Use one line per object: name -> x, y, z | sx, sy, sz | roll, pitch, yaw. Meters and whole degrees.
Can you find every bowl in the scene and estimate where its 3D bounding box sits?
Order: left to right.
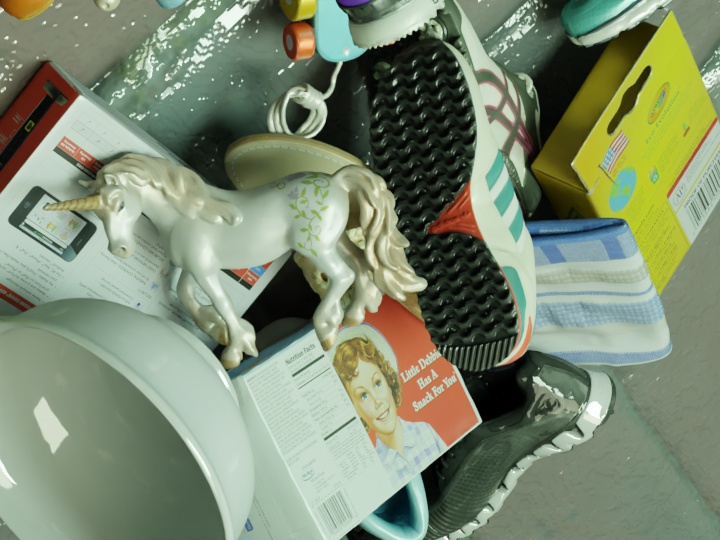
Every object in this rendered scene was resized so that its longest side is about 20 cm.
bowl -> -0.131, 0.089, 1.184 | 0.090, 0.200, 0.203 | -45, 141, -42

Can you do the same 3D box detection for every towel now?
towel -> 0.122, 0.020, 1.383 | 0.145, 0.024, 0.200 | -4, 154, 15

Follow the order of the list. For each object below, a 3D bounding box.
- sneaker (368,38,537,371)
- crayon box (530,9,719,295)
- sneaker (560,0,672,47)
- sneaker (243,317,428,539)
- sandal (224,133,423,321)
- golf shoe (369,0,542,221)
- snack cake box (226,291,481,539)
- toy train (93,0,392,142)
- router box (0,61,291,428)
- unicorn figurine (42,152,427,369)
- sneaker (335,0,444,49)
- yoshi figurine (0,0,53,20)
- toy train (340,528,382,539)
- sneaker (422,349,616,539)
sneaker -> 0.061, -0.036, 1.262 | 0.070, 0.202, 0.093 | -17, 170, 17
crayon box -> 0.181, -0.078, 1.392 | 0.127, 0.051, 0.200 | -56, 147, -13
sneaker -> 0.186, -0.233, 1.341 | 0.079, 0.077, 0.201 | 35, 90, -24
sneaker -> -0.004, 0.111, 1.402 | 0.074, 0.082, 0.200 | -43, 130, -6
sandal -> 0.004, -0.002, 1.269 | 0.211, 0.070, 0.077 | 34, 135, -30
golf shoe -> 0.067, -0.109, 1.335 | 0.088, 0.077, 0.201 | -52, 137, -34
snack cake box -> -0.017, 0.089, 1.303 | 0.200, 0.067, 0.116 | -31, 95, -53
toy train -> -0.065, -0.172, 1.203 | 0.150, 0.056, 0.200 | -45, 131, 1
router box -> -0.165, 0.003, 1.244 | 0.180, 0.049, 0.200 | -50, 134, 2
unicorn figurine -> -0.072, -0.014, 1.203 | 0.198, 0.074, 0.139 | -18, 112, -8
sneaker -> 0.028, -0.221, 1.175 | 0.100, 0.069, 0.201 | 56, 40, -28
yoshi figurine -> -0.236, -0.194, 1.032 | 0.112, 0.112, 0.200 | -38, 130, 0
toy train -> -0.034, 0.268, 1.462 | 0.200, 0.114, 0.085 | -45, 134, -2
sneaker -> 0.080, 0.118, 1.464 | 0.090, 0.067, 0.200 | 31, 123, -27
